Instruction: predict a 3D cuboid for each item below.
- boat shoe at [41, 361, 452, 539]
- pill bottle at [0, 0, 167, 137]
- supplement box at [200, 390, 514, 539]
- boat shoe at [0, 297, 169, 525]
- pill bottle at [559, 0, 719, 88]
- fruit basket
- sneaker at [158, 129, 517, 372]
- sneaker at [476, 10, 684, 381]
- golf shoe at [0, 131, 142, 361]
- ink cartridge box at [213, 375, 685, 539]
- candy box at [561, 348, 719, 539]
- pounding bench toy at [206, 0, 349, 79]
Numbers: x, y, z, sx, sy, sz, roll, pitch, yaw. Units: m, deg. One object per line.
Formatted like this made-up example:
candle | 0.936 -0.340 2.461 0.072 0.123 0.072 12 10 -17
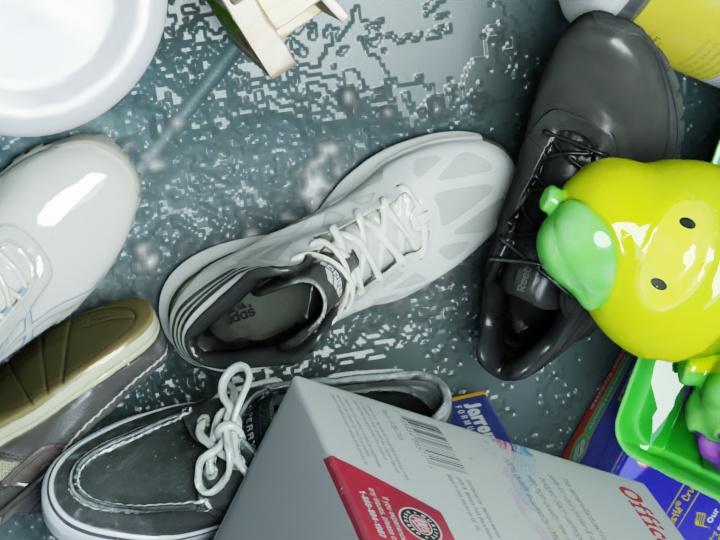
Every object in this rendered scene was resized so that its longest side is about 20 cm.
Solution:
boat shoe | -0.052 0.085 0.905 0.197 0.068 0.074 -5 62 -5
pill bottle | -0.149 -0.133 0.837 0.115 0.200 0.117 -3 106 -11
supplement box | -0.011 0.152 0.977 0.198 0.109 0.110 -12 119 -10
boat shoe | -0.171 0.091 0.961 0.200 0.072 0.066 -36 114 4
pill bottle | 0.206 -0.140 0.961 0.199 0.112 0.113 19 99 -16
fruit basket | 0.184 0.007 0.888 0.215 0.155 0.217 -22 124 -38
sneaker | 0.000 0.001 0.948 0.199 0.115 0.076 -27 106 -5
sneaker | 0.102 -0.028 0.941 0.075 0.091 0.201 21 126 19
golf shoe | -0.179 0.017 0.924 0.200 0.097 0.078 -44 106 -1
ink cartridge box | 0.043 0.164 0.850 0.199 0.146 0.145 18 110 -23
candy box | 0.228 0.095 1.042 0.199 0.077 0.170 27 97 -18
pounding bench toy | -0.012 -0.182 0.857 0.155 0.200 0.125 -34 108 -2
